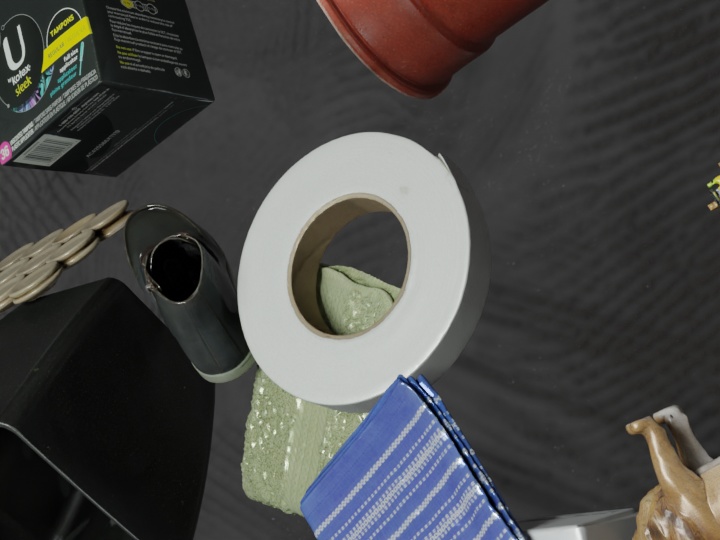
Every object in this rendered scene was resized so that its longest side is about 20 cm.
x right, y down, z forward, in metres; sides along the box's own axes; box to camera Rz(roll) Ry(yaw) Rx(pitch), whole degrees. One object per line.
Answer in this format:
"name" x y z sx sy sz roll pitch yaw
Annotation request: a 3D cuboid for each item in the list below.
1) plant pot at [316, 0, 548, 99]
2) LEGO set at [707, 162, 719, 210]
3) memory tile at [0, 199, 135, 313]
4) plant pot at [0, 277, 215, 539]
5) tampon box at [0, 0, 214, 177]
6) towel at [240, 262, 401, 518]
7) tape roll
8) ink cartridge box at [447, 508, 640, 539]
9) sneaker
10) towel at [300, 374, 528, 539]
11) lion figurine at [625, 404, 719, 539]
"plant pot" 0.080 -0.243 0.846 0.194 0.200 0.203 -25 72 29
"LEGO set" 0.271 -0.022 0.682 0.152 0.116 0.202 -25 65 11
"memory tile" -0.298 0.002 1.197 0.198 0.154 0.017 -19 112 41
"plant pot" -0.233 0.123 1.079 0.198 0.200 0.179 -14 40 40
"tampon box" -0.241 -0.206 1.155 0.149 0.125 0.203 -31 69 35
"towel" -0.029 0.096 1.020 0.147 0.036 0.203 15 99 41
"tape roll" 0.000 0.000 0.965 0.200 0.037 0.206 -11 69 30
"ink cartridge box" 0.117 0.263 0.854 0.144 0.083 0.203 -15 78 40
"sneaker" -0.146 -0.013 1.059 0.074 0.107 0.200 -32 49 -8
"towel" 0.041 0.185 0.856 0.145 0.024 0.201 -51 55 27
"lion figurine" 0.232 0.121 0.769 0.199 0.072 0.124 -32 76 31
